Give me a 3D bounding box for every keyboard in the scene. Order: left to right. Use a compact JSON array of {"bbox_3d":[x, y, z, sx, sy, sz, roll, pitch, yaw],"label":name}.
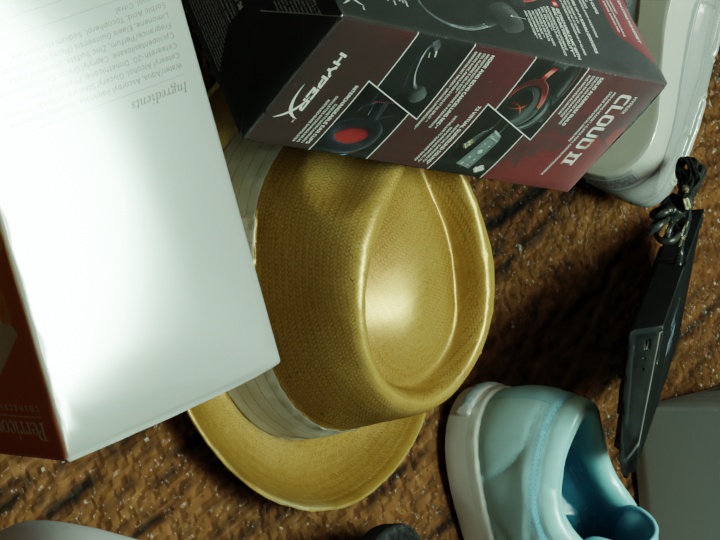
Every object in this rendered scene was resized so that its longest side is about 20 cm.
[{"bbox_3d":[0.141,0.007,1.229,0.200,0.021,0.128,-54,154,-70],"label":"keyboard"}]

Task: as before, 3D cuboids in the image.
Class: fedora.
[{"bbox_3d":[0.000,0.000,1.102,0.200,0.082,0.202,6,82,-49],"label":"fedora"}]

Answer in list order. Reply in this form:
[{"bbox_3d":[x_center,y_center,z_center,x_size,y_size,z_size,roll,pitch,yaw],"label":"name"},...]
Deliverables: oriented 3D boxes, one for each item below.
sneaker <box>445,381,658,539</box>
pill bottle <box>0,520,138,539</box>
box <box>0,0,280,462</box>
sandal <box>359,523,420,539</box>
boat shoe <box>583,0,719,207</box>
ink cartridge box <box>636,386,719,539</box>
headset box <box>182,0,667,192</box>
[{"bbox_3d":[0.102,0.146,1.207,0.074,0.082,0.201,-39,115,-42],"label":"sneaker"},{"bbox_3d":[-0.112,0.201,0.936,0.112,0.112,0.201,39,59,-40],"label":"pill bottle"},{"bbox_3d":[-0.124,-0.045,0.925,0.097,0.124,0.201,-24,104,-36],"label":"box"},{"bbox_3d":[-0.013,0.148,1.086,0.200,0.045,0.075,-3,86,-69],"label":"sandal"},{"bbox_3d":[0.151,-0.128,1.300,0.068,0.072,0.201,37,56,-58],"label":"boat shoe"},{"bbox_3d":[0.255,0.095,1.336,0.200,0.146,0.083,-9,95,-48],"label":"ink cartridge box"},{"bbox_3d":[0.024,-0.118,1.078,0.199,0.075,0.149,7,47,-41],"label":"headset box"}]
